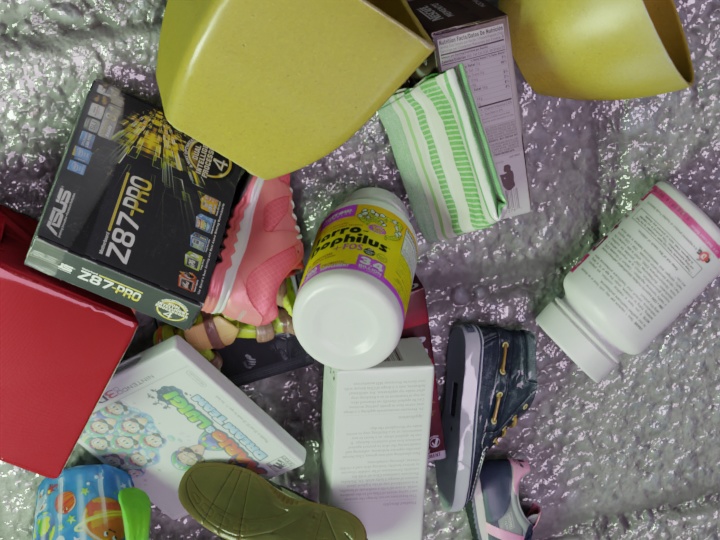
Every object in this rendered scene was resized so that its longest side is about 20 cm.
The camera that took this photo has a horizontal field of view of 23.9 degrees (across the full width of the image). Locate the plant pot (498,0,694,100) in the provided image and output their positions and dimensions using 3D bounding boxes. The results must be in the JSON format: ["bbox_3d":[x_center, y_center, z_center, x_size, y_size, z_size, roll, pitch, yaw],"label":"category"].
[{"bbox_3d":[0.214,-0.243,1.623,0.141,0.201,0.201,-21,119,20],"label":"plant pot"}]

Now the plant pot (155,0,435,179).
[{"bbox_3d":[-0.083,-0.205,1.539,0.193,0.196,0.201,30,109,-25],"label":"plant pot"}]

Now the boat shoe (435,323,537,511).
[{"bbox_3d":[0.136,0.158,1.804,0.090,0.071,0.203,3,100,-19],"label":"boat shoe"}]

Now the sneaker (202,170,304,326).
[{"bbox_3d":[-0.088,-0.034,1.613,0.086,0.074,0.202,26,63,-13],"label":"sneaker"}]

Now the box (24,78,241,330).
[{"bbox_3d":[-0.199,-0.062,1.546,0.160,0.201,0.049,23,140,-12],"label":"box"}]

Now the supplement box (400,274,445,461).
[{"bbox_3d":[0.021,0.108,1.764,0.108,0.061,0.202,-13,114,-10],"label":"supplement box"}]

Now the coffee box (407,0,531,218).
[{"bbox_3d":[0.101,-0.158,1.650,0.079,0.113,0.202,-15,115,-10],"label":"coffee box"}]

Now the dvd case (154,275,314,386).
[{"bbox_3d":[-0.135,0.024,1.702,0.149,0.025,0.202,-16,115,-10],"label":"dvd case"}]

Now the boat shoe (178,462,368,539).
[{"bbox_3d":[-0.084,0.247,1.685,0.199,0.066,0.072,16,73,16],"label":"boat shoe"}]

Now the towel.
[{"bbox_3d":[0.074,-0.106,1.595,0.023,0.200,0.154,-20,93,-19],"label":"towel"}]

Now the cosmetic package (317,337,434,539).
[{"bbox_3d":[0.014,0.173,1.716,0.100,0.071,0.202,-1,113,-12],"label":"cosmetic package"}]

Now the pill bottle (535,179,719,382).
[{"bbox_3d":[0.284,0.014,1.776,0.200,0.113,0.113,-46,117,4],"label":"pill bottle"}]

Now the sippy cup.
[{"bbox_3d":[-0.269,0.268,1.691,0.176,0.132,0.140,-15,153,13],"label":"sippy cup"}]

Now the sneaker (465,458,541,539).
[{"bbox_3d":[0.166,0.298,1.882,0.081,0.070,0.202,-15,116,-6],"label":"sneaker"}]

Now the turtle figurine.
[{"bbox_3d":[-0.135,0.061,1.668,0.159,0.065,0.201,-12,129,4],"label":"turtle figurine"}]

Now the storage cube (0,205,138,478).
[{"bbox_3d":[-0.329,0.054,1.573,0.179,0.171,0.201,25,103,-25],"label":"storage cube"}]

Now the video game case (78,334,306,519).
[{"bbox_3d":[-0.183,0.161,1.691,0.181,0.024,0.200,-26,126,29],"label":"video game case"}]

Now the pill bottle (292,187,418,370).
[{"bbox_3d":[0.000,0.000,1.629,0.103,0.201,0.105,4,122,6],"label":"pill bottle"}]
